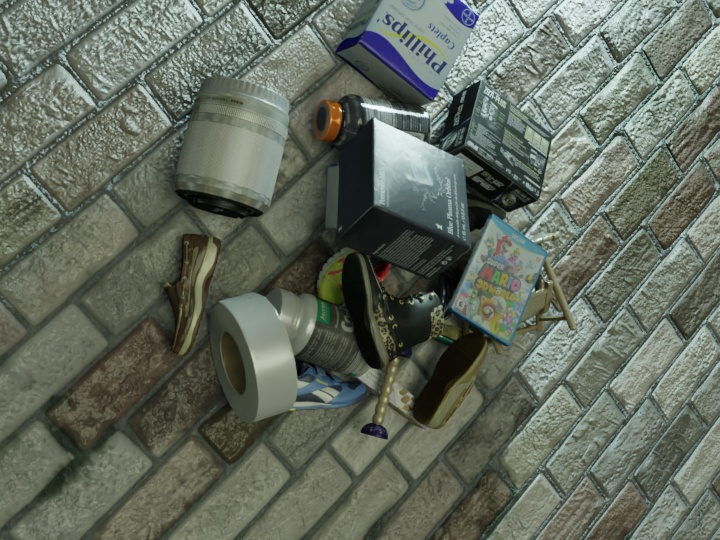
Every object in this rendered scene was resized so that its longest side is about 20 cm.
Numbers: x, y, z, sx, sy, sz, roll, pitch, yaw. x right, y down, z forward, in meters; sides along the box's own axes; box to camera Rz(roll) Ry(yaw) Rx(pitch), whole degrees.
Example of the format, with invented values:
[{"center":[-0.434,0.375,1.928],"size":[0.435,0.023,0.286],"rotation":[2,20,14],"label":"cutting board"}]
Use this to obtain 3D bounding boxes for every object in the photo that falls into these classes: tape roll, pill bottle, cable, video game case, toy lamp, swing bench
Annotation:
[{"center":[-0.177,0.141,1.480],"size":[0.071,0.202,0.203],"rotation":[-14,98,-26],"label":"tape roll"},{"center":[-0.073,0.107,1.583],"size":[0.200,0.113,0.113],"rotation":[22,81,-27],"label":"pill bottle"},{"center":[0.097,0.034,1.677],"size":[0.200,0.051,0.163],"rotation":[-31,81,-38],"label":"cable"},{"center":[0.255,0.018,1.673],"size":[0.143,0.018,0.200],"rotation":[32,72,-20],"label":"video game case"},{"center":[0.051,0.200,1.639],"size":[0.058,0.058,0.200],"rotation":[18,81,-27],"label":"toy lamp"},{"center":[0.291,0.043,1.771],"size":[0.199,0.130,0.200],"rotation":[-13,92,-27],"label":"swing bench"},{"center":[0.018,-0.255,1.627],"size":[0.200,0.106,0.106],"rotation":[4,89,-28],"label":"pill bottle"}]

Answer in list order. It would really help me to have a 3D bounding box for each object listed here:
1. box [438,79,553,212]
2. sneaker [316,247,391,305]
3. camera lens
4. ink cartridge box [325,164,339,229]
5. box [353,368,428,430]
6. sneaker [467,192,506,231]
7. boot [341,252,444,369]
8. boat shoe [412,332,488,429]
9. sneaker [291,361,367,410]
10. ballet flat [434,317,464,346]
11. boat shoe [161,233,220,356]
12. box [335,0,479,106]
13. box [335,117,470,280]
[{"center":[0.258,-0.235,1.743],"size":[0.200,0.086,0.164],"rotation":[31,60,-25],"label":"box"},{"center":[0.000,0.000,1.601],"size":[0.078,0.090,0.200],"rotation":[28,109,-41],"label":"sneaker"},{"center":[-0.207,-0.193,1.477],"size":[0.160,0.160,0.200],"rotation":[16,84,-27],"label":"camera lens"},{"center":[0.040,-0.127,1.663],"size":[0.200,0.068,0.116],"rotation":[2,90,-29],"label":"ink cartridge box"},{"center":[0.057,0.228,1.697],"size":[0.200,0.041,0.039],"rotation":[40,73,-24],"label":"box"},{"center":[0.193,-0.090,1.748],"size":[0.199,0.076,0.114],"rotation":[0,114,-45],"label":"sneaker"},{"center":[0.057,0.050,1.558],"size":[0.154,0.073,0.204],"rotation":[-20,103,-31],"label":"boot"},{"center":[0.174,0.207,1.698],"size":[0.200,0.074,0.066],"rotation":[-52,135,-4],"label":"boat shoe"},{"center":[-0.076,0.201,1.608],"size":[0.200,0.074,0.082],"rotation":[2,88,-29],"label":"sneaker"},{"center":[0.128,0.098,1.717],"size":[0.200,0.071,0.071],"rotation":[18,83,-25],"label":"ballet flat"},{"center":[-0.290,0.036,1.497],"size":[0.075,0.075,0.203],"rotation":[16,78,-14],"label":"boat shoe"},{"center":[0.087,-0.429,1.661],"size":[0.184,0.105,0.200],"rotation":[34,76,-24],"label":"box"},{"center":[0.071,-0.118,1.532],"size":[0.200,0.117,0.197],"rotation":[21,50,-26],"label":"box"}]
